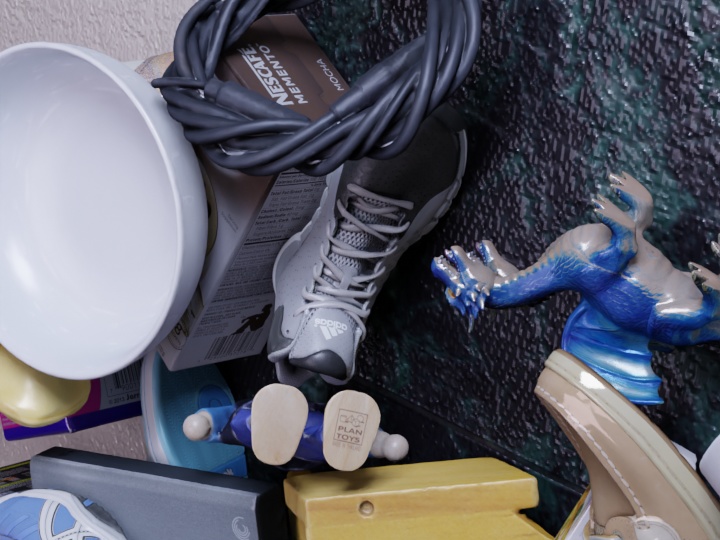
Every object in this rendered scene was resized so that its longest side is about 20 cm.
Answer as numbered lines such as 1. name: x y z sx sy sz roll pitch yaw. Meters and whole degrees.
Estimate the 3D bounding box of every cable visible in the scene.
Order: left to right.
1. cable: -0.023 -0.115 0.829 0.199 0.051 0.164 -14 55 21

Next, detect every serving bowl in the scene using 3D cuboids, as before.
1. serving bowl: -0.164 -0.039 0.937 0.199 0.066 0.202 8 104 34

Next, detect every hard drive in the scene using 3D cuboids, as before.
1. hard drive: -0.127 0.194 1.002 0.199 0.033 0.141 3 105 36

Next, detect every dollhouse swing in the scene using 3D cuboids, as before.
1. dollhouse swing: 0.037 0.210 0.922 0.180 0.176 0.202 -7 94 7

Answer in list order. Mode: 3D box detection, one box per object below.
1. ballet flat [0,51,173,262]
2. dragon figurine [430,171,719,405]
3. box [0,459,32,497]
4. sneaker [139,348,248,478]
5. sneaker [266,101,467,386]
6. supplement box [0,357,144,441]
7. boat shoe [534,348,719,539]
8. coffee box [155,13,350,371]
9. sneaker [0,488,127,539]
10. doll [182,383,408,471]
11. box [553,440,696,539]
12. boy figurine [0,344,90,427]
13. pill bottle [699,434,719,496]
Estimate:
1. ballet flat: -0.173 -0.088 1.009 0.067 0.068 0.200 41 94 -1
2. dragon figurine: 0.134 0.023 0.741 0.199 0.059 0.100 31 124 6
3. box: -0.262 0.186 1.132 0.160 0.199 0.045 3 101 47
4. sneaker: -0.139 0.154 1.068 0.130 0.079 0.202 -20 82 40
5. sneaker: 0.000 0.000 0.855 0.200 0.075 0.116 121 165 -47
6. supplement box: -0.210 0.012 1.111 0.103 0.101 0.202 -13 88 49
7. boat shoe: 0.136 0.126 0.705 0.200 0.064 0.071 52 180 -6
8. coffee box: -0.081 -0.048 0.965 0.113 0.079 0.201 54 133 27
9. sneaker: -0.178 0.200 0.971 0.199 0.077 0.076 22 116 29
10. doll: -0.036 0.094 0.915 0.200 0.135 0.049 155 121 -78
11. box: 0.103 0.169 0.786 0.041 0.039 0.201 29 108 4
12. boy figurine: -0.254 0.040 1.042 0.199 0.064 0.125 30 119 41
13. pill bottle: 0.231 0.133 0.621 0.200 0.110 0.111 53 133 23
